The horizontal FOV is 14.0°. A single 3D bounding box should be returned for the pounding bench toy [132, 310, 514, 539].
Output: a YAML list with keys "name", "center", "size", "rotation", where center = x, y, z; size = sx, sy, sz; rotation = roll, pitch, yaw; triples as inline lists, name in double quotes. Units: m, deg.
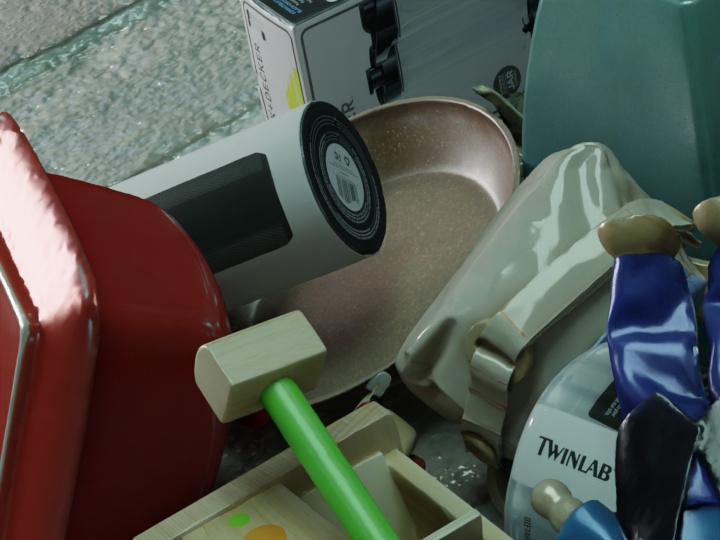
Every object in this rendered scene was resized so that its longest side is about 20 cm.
- name: "pounding bench toy"
  center: [0.003, 0.130, 1.154]
  size: [0.124, 0.201, 0.156]
  rotation: [-28, 35, -22]

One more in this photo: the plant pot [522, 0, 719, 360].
- name: "plant pot"
  center: [0.163, -0.072, 1.400]
  size: [0.141, 0.201, 0.141]
  rotation: [-34, 38, -30]

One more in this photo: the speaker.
- name: "speaker"
  center: [-0.090, -0.012, 1.450]
  size: [0.199, 0.081, 0.081]
  rotation: [-21, 28, 25]

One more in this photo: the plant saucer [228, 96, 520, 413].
- name: "plant saucer"
  center: [0.000, 0.000, 1.452]
  size: [0.199, 0.037, 0.201]
  rotation: [-24, 38, 20]

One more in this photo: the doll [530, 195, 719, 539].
- name: "doll"
  center: [0.129, 0.074, 1.132]
  size: [0.136, 0.048, 0.201]
  rotation: [-11, 62, 16]

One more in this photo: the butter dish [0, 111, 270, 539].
- name: "butter dish"
  center: [-0.109, 0.051, 1.358]
  size: [0.147, 0.201, 0.200]
  rotation: [0, 28, -23]

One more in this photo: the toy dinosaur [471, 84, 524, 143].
- name: "toy dinosaur"
  center: [0.111, -0.080, 1.531]
  size: [0.087, 0.048, 0.200]
  rotation: [3, 1, 8]

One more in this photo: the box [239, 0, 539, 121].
- name: "box"
  center: [0.039, -0.134, 1.613]
  size: [0.199, 0.117, 0.060]
  rotation: [-26, 38, -22]

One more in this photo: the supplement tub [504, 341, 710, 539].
- name: "supplement tub"
  center: [0.167, 0.111, 1.200]
  size: [0.199, 0.123, 0.122]
  rotation: [20, 45, 40]

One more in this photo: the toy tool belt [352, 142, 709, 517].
- name: "toy tool belt"
  center: [0.083, 0.051, 1.311]
  size: [0.200, 0.123, 0.125]
  rotation: [-52, 2, -4]
